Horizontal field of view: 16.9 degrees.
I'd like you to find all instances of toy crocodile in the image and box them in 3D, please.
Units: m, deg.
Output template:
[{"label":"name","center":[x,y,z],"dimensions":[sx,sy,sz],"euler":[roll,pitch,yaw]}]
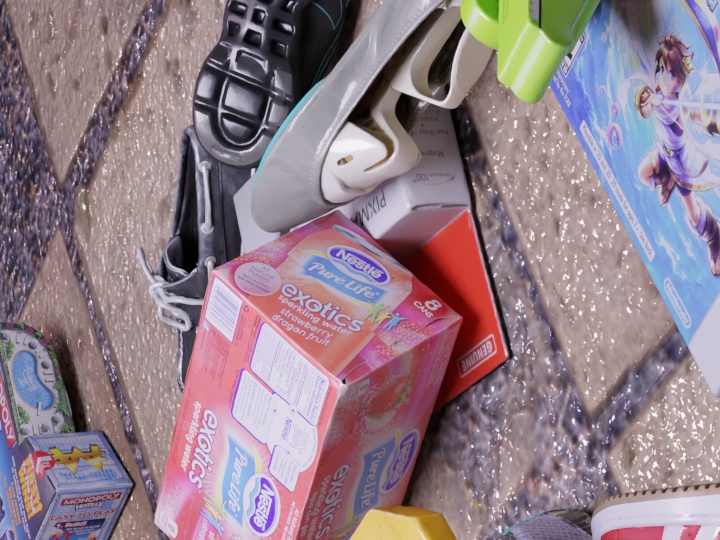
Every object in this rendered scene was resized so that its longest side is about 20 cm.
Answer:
[{"label":"toy crocodile","center":[0.083,-0.150,1.062],"dimensions":[0.200,0.062,0.068],"euler":[-87,17,-47]}]

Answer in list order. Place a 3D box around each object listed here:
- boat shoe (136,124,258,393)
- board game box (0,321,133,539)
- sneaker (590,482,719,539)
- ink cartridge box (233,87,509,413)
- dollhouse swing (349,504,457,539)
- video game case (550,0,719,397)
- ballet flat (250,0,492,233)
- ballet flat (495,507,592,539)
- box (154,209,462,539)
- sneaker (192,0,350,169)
[{"label":"boat shoe","center":[-0.097,0.002,1.482],"dimensions":[0.074,0.068,0.200],"euler":[52,137,47]},{"label":"board game box","center":[-0.235,0.146,1.766],"dimensions":[0.200,0.061,0.201],"euler":[-45,54,53]},{"label":"sneaker","center":[0.165,0.144,1.003],"dimensions":[0.200,0.071,0.113],"euler":[-16,76,59]},{"label":"ink cartridge box","center":[0.000,0.000,1.328],"dimensions":[0.200,0.043,0.174],"euler":[-41,56,56]},{"label":"dollhouse swing","center":[0.078,0.216,1.074],"dimensions":[0.200,0.181,0.176],"euler":[-59,34,41]},{"label":"video game case","center":[0.161,-0.081,1.013],"dimensions":[0.200,0.045,0.182],"euler":[66,145,34]},{"label":"ballet flat","center":[0.015,-0.086,1.209],"dimensions":[0.064,0.067,0.200],"euler":[47,111,33]},{"label":"ballet flat","center":[0.097,0.213,1.143],"dimensions":[0.072,0.072,0.201],"euler":[-38,61,57]},{"label":"box","center":[-0.030,0.083,1.296],"dimensions":[0.103,0.095,0.200],"euler":[41,137,26]},{"label":"sneaker","center":[-0.041,-0.156,1.350],"dimensions":[0.079,0.075,0.201],"euler":[-30,-36,-77]}]
